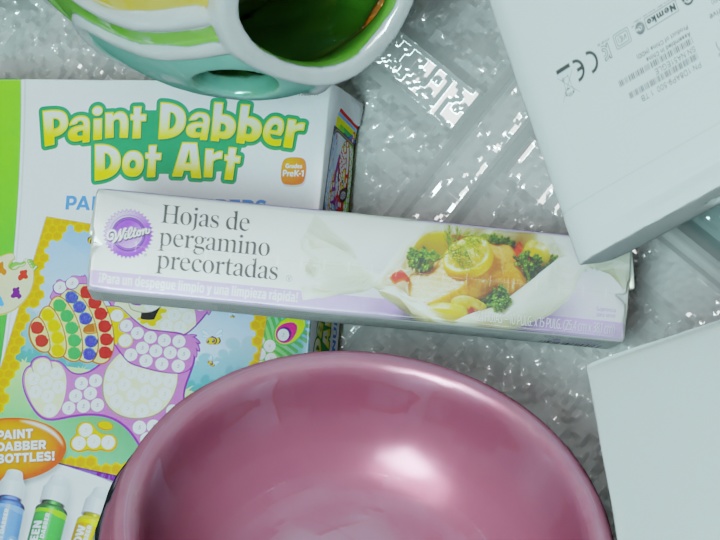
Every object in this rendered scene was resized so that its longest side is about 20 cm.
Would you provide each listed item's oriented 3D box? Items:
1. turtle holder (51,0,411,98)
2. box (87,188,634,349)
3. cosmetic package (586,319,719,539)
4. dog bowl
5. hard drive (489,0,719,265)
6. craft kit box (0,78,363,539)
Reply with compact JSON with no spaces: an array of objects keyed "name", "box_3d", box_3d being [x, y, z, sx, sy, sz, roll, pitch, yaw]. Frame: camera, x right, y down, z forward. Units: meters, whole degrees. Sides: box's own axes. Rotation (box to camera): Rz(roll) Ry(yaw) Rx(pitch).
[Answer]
[{"name":"turtle holder","box_3d":[-0.055,-0.137,0.843,0.141,0.186,0.132,-42,45,-2]},{"name":"box","box_3d":[0.000,0.000,0.876,0.199,0.041,0.039,5,83,-2]},{"name":"cosmetic package","box_3d":[0.150,0.121,0.788,0.081,0.113,0.201,-22,65,32]},{"name":"dog bowl","box_3d":[-0.002,0.110,0.793,0.199,0.074,0.200,5,43,-5]},{"name":"hard drive","box_3d":[0.093,-0.119,0.812,0.132,0.027,0.201,-31,72,46]},{"name":"craft kit box","box_3d":[-0.105,0.023,0.942,0.199,0.049,0.198,1,80,18]}]
